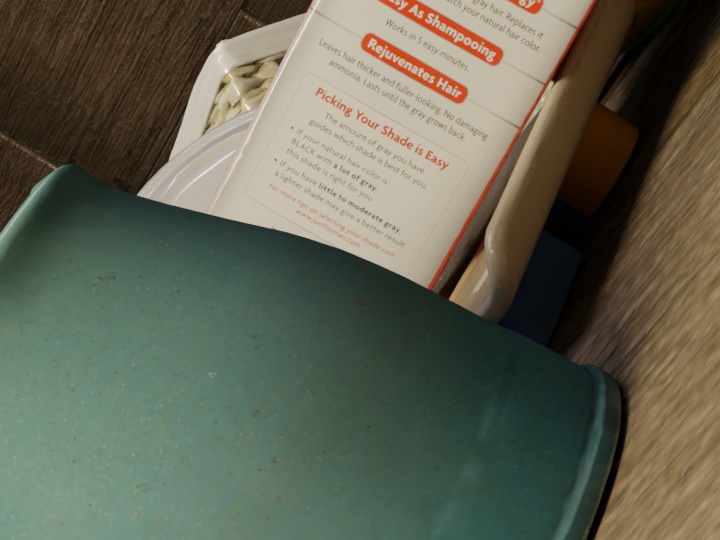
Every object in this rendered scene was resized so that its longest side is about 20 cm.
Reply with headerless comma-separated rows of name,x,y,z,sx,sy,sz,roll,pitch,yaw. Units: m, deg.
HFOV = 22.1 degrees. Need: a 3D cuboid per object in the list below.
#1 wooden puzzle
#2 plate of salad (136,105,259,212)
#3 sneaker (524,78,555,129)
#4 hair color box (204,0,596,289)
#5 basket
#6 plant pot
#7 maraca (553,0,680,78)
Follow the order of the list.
wooden puzzle,0.060,0.000,0.790,0.186,0.046,0.200,-62,1,-42
plate of salad,-0.044,-0.005,0.905,0.199,0.048,0.201,-17,47,18
sneaker,0.114,-0.142,0.920,0.201,0.075,0.088,-58,4,14
hair color box,0.020,-0.077,0.757,0.201,0.101,0.061,-60,1,21
basket,-0.033,-0.062,1.186,0.135,0.124,0.200,-21,-18,-26
plant pot,-0.050,0.070,0.584,0.201,0.187,0.200,-58,4,6
maraca,0.095,-0.162,0.818,0.200,0.137,0.107,-39,22,36
